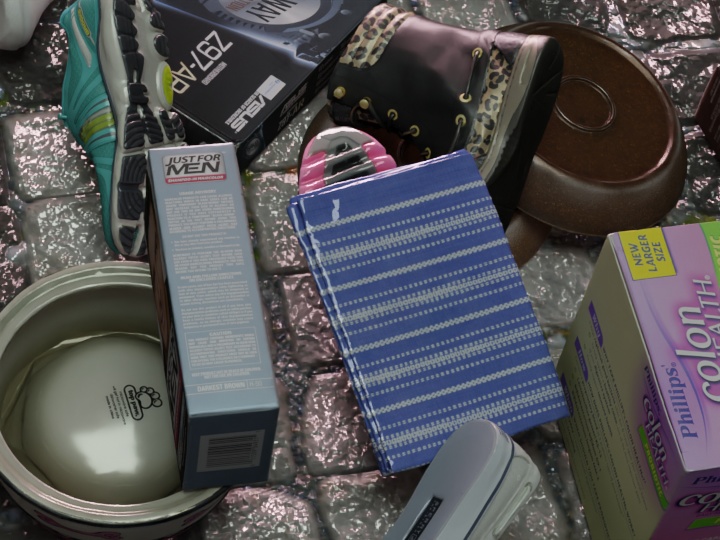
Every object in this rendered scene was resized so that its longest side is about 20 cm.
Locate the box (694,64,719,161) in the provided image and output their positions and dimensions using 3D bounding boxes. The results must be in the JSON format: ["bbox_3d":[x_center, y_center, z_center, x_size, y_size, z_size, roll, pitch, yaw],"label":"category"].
[{"bbox_3d":[0.343,-0.071,1.635,0.100,0.075,0.201,-16,63,-18],"label":"box"}]

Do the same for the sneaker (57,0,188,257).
[{"bbox_3d":[-0.175,-0.106,1.568,0.077,0.079,0.201,6,75,-55],"label":"sneaker"}]

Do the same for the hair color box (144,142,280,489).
[{"bbox_3d":[-0.098,0.028,1.400,0.060,0.099,0.201,-4,58,-11],"label":"hair color box"}]

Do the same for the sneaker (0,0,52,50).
[{"bbox_3d":[-0.235,-0.250,1.668,0.088,0.075,0.201,12,54,-15],"label":"sneaker"}]

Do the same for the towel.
[{"bbox_3d":[0.044,0.026,1.460,0.144,0.024,0.201,-17,81,-21],"label":"towel"}]

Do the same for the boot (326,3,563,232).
[{"bbox_3d":[0.045,-0.094,1.563,0.150,0.073,0.201,21,86,25],"label":"boot"}]

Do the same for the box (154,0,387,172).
[{"bbox_3d":[-0.099,-0.182,1.656,0.160,0.044,0.200,34,59,14],"label":"box"}]

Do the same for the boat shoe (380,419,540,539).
[{"bbox_3d":[0.051,0.200,1.413,0.086,0.075,0.202,40,79,-31],"label":"boat shoe"}]

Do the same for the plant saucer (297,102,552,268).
[{"bbox_3d":[0.053,-0.076,1.619,0.199,0.032,0.201,4,58,-6],"label":"plant saucer"}]

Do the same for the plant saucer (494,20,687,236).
[{"bbox_3d":[0.163,-0.116,1.634,0.199,0.035,0.201,12,52,-17],"label":"plant saucer"}]

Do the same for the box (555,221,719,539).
[{"bbox_3d":[0.208,0.097,1.429,0.096,0.200,0.176,-6,58,-12],"label":"box"}]

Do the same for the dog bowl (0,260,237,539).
[{"bbox_3d":[-0.162,0.096,1.449,0.199,0.074,0.201,4,56,-6],"label":"dog bowl"}]

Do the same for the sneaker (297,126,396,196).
[{"bbox_3d":[0.000,0.000,1.518,0.079,0.095,0.201,-11,74,-13],"label":"sneaker"}]
